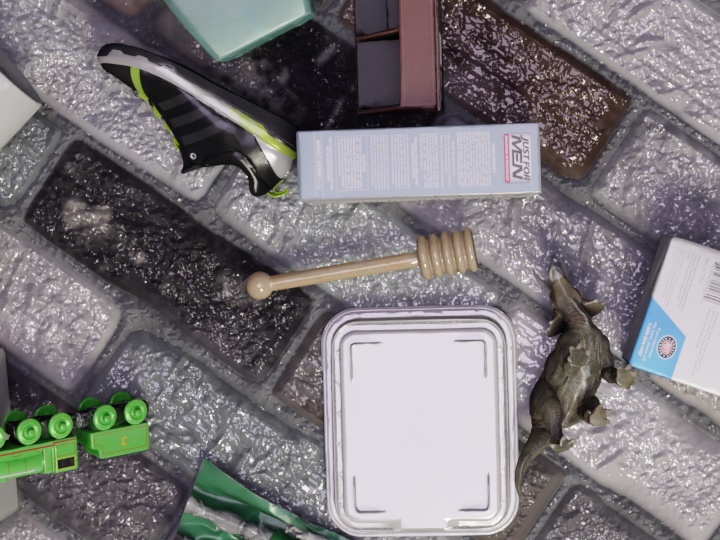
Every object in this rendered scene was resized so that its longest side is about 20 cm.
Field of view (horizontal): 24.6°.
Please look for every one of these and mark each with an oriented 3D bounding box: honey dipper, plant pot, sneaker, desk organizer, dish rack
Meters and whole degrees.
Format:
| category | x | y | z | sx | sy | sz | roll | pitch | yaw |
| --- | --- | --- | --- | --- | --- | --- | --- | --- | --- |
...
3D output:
| category | x | y | z | sx | sy | sz | roll | pitch | yaw |
| --- | --- | --- | --- | --- | --- | --- | --- | --- | --- |
| honey dipper | 0.000 | 0.000 | 1.421 | 0.199 | 0.038 | 0.038 | -11 | 91 | 7 |
| plant pot | -0.122 | -0.282 | 1.378 | 0.141 | 0.141 | 0.201 | -26 | 96 | 4 |
| sneaker | -0.145 | -0.125 | 1.412 | 0.199 | 0.072 | 0.083 | 28 | 94 | 2 |
| desk organizer | 0.029 | -0.233 | 1.400 | 0.076 | 0.072 | 0.202 | -1 | 92 | 5 |
| dish rack | 0.052 | 0.133 | 1.425 | 0.170 | 0.044 | 0.202 | -1 | 93 | 2 |

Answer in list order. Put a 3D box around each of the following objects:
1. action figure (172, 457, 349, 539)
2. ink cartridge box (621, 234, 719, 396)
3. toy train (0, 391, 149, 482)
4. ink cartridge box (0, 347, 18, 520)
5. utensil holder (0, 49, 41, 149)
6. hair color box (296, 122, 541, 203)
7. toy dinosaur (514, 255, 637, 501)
| category | x | y | z | sx | sy | sz | roll | pitch | yaw |
| --- | --- | --- | --- | --- | --- | --- | --- | --- | --- |
| action figure | -0.064 | 0.253 | 1.433 | 0.199 | 0.055 | 0.119 | 20 | 90 | -2 |
| ink cartridge box | 0.334 | 0.055 | 1.393 | 0.199 | 0.068 | 0.117 | 19 | 93 | 3 |
| toy train | -0.267 | 0.145 | 1.394 | 0.199 | 0.042 | 0.057 | -9 | 104 | -34 |
| ink cartridge box | -0.407 | 0.149 | 1.429 | 0.198 | 0.084 | 0.146 | -5 | 92 | 3 |
| utensil holder | -0.392 | -0.128 | 1.379 | 0.200 | 0.170 | 0.170 | -44 | 89 | 2 |
| hair color box | 0.050 | -0.089 | 1.389 | 0.198 | 0.099 | 0.061 | -1 | 91 | 3 |
| toy dinosaur | 0.177 | 0.098 | 1.398 | 0.076 | 0.102 | 0.201 | 8 | 102 | -10 |
